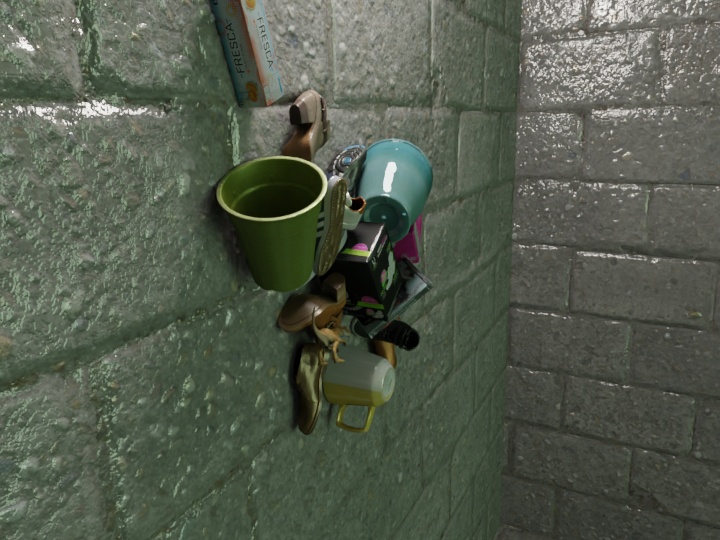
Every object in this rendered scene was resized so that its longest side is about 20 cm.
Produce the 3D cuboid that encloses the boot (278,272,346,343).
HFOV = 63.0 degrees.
[{"bbox_3d":[-0.100,0.115,1.319,0.198,0.073,0.158,-35,146,-33],"label":"boot"}]

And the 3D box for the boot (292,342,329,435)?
[{"bbox_3d":[-0.125,0.264,1.320,0.074,0.073,0.208,10,87,-37],"label":"boot"}]

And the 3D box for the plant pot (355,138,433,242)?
[{"bbox_3d":[0.071,-0.178,1.416,0.191,0.193,0.205,-73,154,-48],"label":"plant pot"}]

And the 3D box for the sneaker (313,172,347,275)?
[{"bbox_3d":[-0.092,-0.100,1.171,0.070,0.106,0.207,-26,133,-56],"label":"sneaker"}]

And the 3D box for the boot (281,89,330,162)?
[{"bbox_3d":[-0.105,-0.271,1.238,0.146,0.068,0.208,-39,136,-65],"label":"boot"}]

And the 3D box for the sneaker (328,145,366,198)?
[{"bbox_3d":[-0.040,-0.207,1.373,0.203,0.071,0.083,-59,140,-25],"label":"sneaker"}]

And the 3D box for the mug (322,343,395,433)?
[{"bbox_3d":[0.006,0.287,1.471,0.149,0.148,0.194,-35,126,-57],"label":"mug"}]

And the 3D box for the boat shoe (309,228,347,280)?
[{"bbox_3d":[-0.104,-0.060,1.272,0.202,0.073,0.088,-47,133,-32],"label":"boat shoe"}]

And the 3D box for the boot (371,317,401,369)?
[{"bbox_3d":[0.055,0.198,1.643,0.156,0.075,0.205,47,64,-47],"label":"boot"}]

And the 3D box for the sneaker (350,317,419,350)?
[{"bbox_3d":[0.074,0.162,1.558,0.194,0.099,0.073,11,97,-28],"label":"sneaker"}]

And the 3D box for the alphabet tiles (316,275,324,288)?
[{"bbox_3d":[-0.069,-0.087,1.407,0.201,0.007,0.172,-54,140,-46],"label":"alphabet tiles"}]

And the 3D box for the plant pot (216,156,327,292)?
[{"bbox_3d":[-0.150,-0.072,1.079,0.202,0.194,0.195,-55,152,-43],"label":"plant pot"}]

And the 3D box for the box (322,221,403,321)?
[{"bbox_3d":[0.000,0.000,1.390,0.126,0.144,0.204,-62,147,-37],"label":"box"}]

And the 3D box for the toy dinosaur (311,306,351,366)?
[{"bbox_3d":[-0.077,0.148,1.278,0.199,0.058,0.110,27,53,-69],"label":"toy dinosaur"}]

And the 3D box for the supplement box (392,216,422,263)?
[{"bbox_3d":[0.109,-0.119,1.597,0.203,0.097,0.106,-78,158,-49],"label":"supplement box"}]

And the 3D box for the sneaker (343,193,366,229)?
[{"bbox_3d":[-0.072,-0.143,1.251,0.195,0.074,0.085,-1,139,-41],"label":"sneaker"}]

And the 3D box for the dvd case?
[{"bbox_3d":[0.071,0.065,1.472,0.198,0.146,0.022,-38,126,-3],"label":"dvd case"}]

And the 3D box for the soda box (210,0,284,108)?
[{"bbox_3d":[-0.196,-0.393,1.024,0.064,0.066,0.206,-51,139,-47],"label":"soda box"}]
